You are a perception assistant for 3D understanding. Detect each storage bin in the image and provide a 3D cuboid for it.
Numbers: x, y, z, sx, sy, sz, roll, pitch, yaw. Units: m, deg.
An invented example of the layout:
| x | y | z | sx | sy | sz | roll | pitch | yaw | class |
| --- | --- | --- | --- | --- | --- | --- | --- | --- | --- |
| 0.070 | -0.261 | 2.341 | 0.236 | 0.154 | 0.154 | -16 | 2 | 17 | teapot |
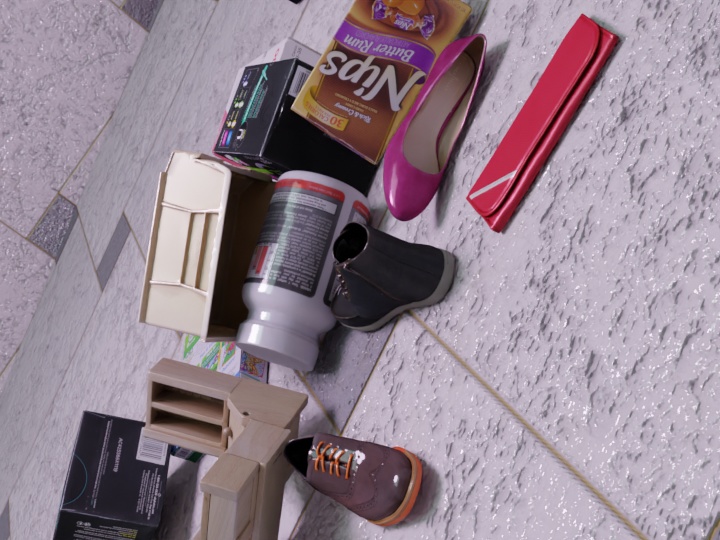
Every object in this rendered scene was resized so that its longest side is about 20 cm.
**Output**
| x | y | z | sx | sy | sz | roll | pitch | yaw | class |
| --- | --- | --- | --- | --- | --- | --- | --- | --- | --- |
| -0.157 | -0.024 | 1.299 | 0.092 | 0.199 | 0.203 | 10 | 90 | 21 | storage bin |

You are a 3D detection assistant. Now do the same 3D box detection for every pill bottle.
| x | y | z | sx | sy | sz | roll | pitch | yaw | class |
| --- | --- | --- | --- | --- | --- | --- | --- | --- | --- |
| -0.068 | 0.001 | 1.251 | 0.115 | 0.115 | 0.203 | -9 | 61 | 62 | pill bottle |

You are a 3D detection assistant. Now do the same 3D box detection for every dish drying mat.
| x | y | z | sx | sy | sz | roll | pitch | yaw | class |
| --- | --- | --- | --- | --- | --- | --- | --- | --- | --- |
| 0.161 | -0.135 | 1.010 | 0.202 | 0.018 | 0.077 | -60 | 24 | 17 | dish drying mat |

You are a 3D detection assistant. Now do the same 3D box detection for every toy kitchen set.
| x | y | z | sx | sy | sz | roll | pitch | yaw | class |
| --- | --- | --- | --- | --- | --- | --- | --- | --- | --- |
| -0.169 | 0.223 | 1.138 | 0.200 | 0.177 | 0.166 | -50 | -30 | -64 | toy kitchen set |

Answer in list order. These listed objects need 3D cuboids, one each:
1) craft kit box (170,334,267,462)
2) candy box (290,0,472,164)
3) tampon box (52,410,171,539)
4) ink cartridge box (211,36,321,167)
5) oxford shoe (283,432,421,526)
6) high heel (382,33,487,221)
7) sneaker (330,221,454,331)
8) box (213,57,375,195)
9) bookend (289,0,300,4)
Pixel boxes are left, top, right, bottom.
| x | y | z | sx | sy | sz | roll | pitch | yaw | class |
| --- | --- | --- | --- | --- | --- | --- | --- | --- | --- |
| -0.184 | 0.121 | 1.481 | 0.200 | 0.048 | 0.200 | -46 | 34 | 39 | craft kit box |
| 0.022 | -0.233 | 1.232 | 0.202 | 0.116 | 0.056 | -58 | 4 | 6 | candy box |
| -0.336 | 0.310 | 1.483 | 0.201 | 0.124 | 0.152 | 117 | 161 | -47 | tampon box |
| -0.133 | -0.239 | 1.636 | 0.199 | 0.082 | 0.149 | -9 | 60 | 63 | ink cartridge box |
| -0.011 | 0.187 | 1.022 | 0.199 | 0.072 | 0.072 | -10 | 59 | 62 | oxford shoe |
| 0.081 | -0.148 | 1.133 | 0.202 | 0.067 | 0.096 | -65 | 10 | -27 | high heel |
| 0.000 | 0.000 | 1.121 | 0.199 | 0.105 | 0.076 | -26 | 46 | 56 | sneaker |
| -0.074 | -0.172 | 1.374 | 0.199 | 0.147 | 0.126 | 15 | 84 | 66 | box |
| -0.126 | -0.535 | 1.870 | 0.199 | 0.091 | 0.202 | -24 | 48 | 58 | bookend |
